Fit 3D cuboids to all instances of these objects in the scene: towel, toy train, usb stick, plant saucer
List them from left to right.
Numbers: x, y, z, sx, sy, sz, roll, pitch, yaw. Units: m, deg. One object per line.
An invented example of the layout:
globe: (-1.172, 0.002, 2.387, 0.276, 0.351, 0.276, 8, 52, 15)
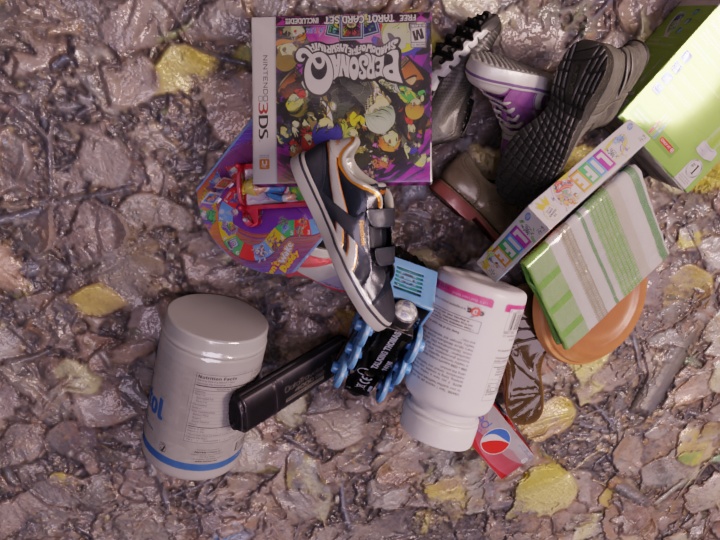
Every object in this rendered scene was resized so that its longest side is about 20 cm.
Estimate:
usb stick: (-0.084, 0.139, 0.821, 0.199, 0.032, 0.056, -26, 125, -44)
toy train: (0.026, 0.077, 0.786, 0.086, 0.115, 0.201, 20, 142, -5)
towel: (0.292, -0.018, 0.806, 0.199, 0.031, 0.150, -38, 116, -13)
plant saucer: (0.316, 0.034, 0.867, 0.198, 0.037, 0.202, -8, 107, -28)

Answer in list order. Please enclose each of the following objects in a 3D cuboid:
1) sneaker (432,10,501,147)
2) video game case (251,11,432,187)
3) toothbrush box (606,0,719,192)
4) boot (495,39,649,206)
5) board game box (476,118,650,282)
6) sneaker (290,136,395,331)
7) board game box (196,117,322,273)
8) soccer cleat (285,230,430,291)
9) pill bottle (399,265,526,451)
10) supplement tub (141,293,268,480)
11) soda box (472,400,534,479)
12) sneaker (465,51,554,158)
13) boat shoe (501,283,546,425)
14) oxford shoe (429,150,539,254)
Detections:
sneaker: (0.103, -0.203, 0.760, 0.090, 0.067, 0.200, 34, 105, -26)
video game case: (-0.020, -0.184, 0.708, 0.198, 0.036, 0.183, 0, 92, 4)
toothbrush box: (0.405, -0.222, 0.786, 0.145, 0.086, 0.200, 36, 103, -19)
boot: (0.241, -0.159, 0.721, 0.130, 0.068, 0.201, -14, 142, -45)
board game box: (0.233, -0.079, 0.749, 0.199, 0.135, 0.034, -38, 79, -26)
sneaker: (0.004, -0.040, 0.661, 0.079, 0.078, 0.202, -24, 94, 12)
board game box: (-0.101, -0.092, 0.751, 0.158, 0.039, 0.200, 42, 101, 2)
soccer cleat: (0.000, 0.000, 0.831, 0.198, 0.069, 0.074, 17, 125, -15)
pill bottle: (0.119, 0.106, 0.787, 0.112, 0.113, 0.202, 14, 99, -14)
supplement tub: (-0.197, 0.146, 0.817, 0.131, 0.132, 0.202, 10, 109, -13)
soda box: (0.167, 0.206, 0.932, 0.063, 0.070, 0.200, -37, 113, 8)
sneaker: (0.181, -0.176, 0.747, 0.199, 0.073, 0.115, 4, 122, -39)
boat shoe: (0.225, 0.111, 0.908, 0.071, 0.065, 0.202, -3, 104, 1)
oxford shoe: (0.182, -0.071, 0.823, 0.199, 0.070, 0.075, 35, 96, -22)
